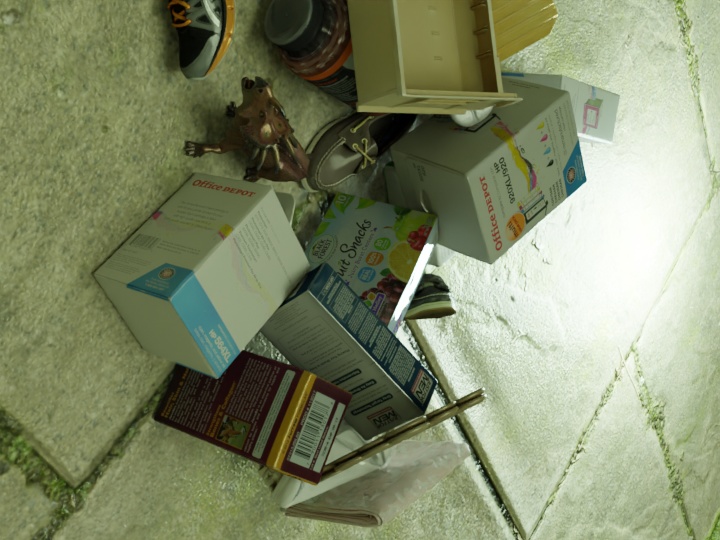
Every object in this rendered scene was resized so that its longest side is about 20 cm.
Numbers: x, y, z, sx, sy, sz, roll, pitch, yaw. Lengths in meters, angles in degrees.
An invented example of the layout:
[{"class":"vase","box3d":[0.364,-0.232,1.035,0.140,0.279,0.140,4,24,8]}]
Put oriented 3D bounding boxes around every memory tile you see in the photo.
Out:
[{"class":"memory tile","box3d":[0.042,0.192,1.179,0.153,0.200,0.017,-17,77,-44]}]

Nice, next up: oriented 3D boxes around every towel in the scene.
[{"class":"towel","box3d":[0.021,0.281,1.387,0.200,0.191,0.032,-28,106,-44]}]

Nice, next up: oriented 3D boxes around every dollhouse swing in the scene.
[{"class":"dollhouse swing","box3d":[0.177,-0.314,1.390,0.200,0.175,0.182,54,27,-45]}]

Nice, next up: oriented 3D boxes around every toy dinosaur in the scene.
[{"class":"toy dinosaur","box3d":[-0.098,-0.138,1.150,0.200,0.135,0.086,30,77,-51]}]

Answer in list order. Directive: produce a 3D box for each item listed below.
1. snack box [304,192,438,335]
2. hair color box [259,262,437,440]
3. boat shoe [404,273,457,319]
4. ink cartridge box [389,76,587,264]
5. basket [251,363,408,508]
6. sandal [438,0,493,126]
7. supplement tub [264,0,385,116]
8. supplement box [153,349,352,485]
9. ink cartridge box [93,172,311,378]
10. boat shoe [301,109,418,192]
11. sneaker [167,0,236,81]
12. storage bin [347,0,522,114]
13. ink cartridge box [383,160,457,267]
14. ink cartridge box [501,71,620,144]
[{"class":"snack box","box3d":[0.000,0.000,1.275,0.053,0.142,0.200,84,26,-48]},{"class":"hair color box","box3d":[-0.016,0.095,1.176,0.200,0.100,0.061,48,39,-14]},{"class":"boat shoe","box3d":[0.092,0.036,1.446,0.200,0.073,0.065,144,-58,-83]},{"class":"ink cartridge box","box3d":[0.168,-0.135,1.330,0.200,0.145,0.147,-39,129,-24]},{"class":"basket","box3d":[-0.043,0.191,1.302,0.200,0.123,0.136,-11,137,-48]},{"class":"sandal","box3d":[0.105,-0.280,1.283,0.079,0.059,0.207,-26,95,-13]},{"class":"supplement tub","box3d":[-0.025,-0.265,1.226,0.200,0.107,0.107,20,85,-52]},{"class":"supplement box","box3d":[-0.123,0.154,1.155,0.086,0.200,0.111,36,73,-49]},{"class":"ink cartridge box","box3d":[-0.160,-0.007,1.119,0.200,0.128,0.125,-50,135,-29]},{"class":"boat shoe","box3d":[0.001,-0.166,1.326,0.200,0.059,0.072,-44,132,-34]},{"class":"sneaker","box3d":[-0.175,-0.299,1.066,0.077,0.078,0.201,1,97,-38]},{"class":"storage bin","box3d":[0.086,-0.286,1.173,0.198,0.094,0.201,-5,88,-37]},{"class":"ink cartridge box","box3d":[0.132,-0.116,1.485,0.200,0.084,0.146,-34,125,-40]},{"class":"ink cartridge box","box3d":[0.294,-0.253,1.596,0.200,0.144,0.085,3,97,-51]}]
